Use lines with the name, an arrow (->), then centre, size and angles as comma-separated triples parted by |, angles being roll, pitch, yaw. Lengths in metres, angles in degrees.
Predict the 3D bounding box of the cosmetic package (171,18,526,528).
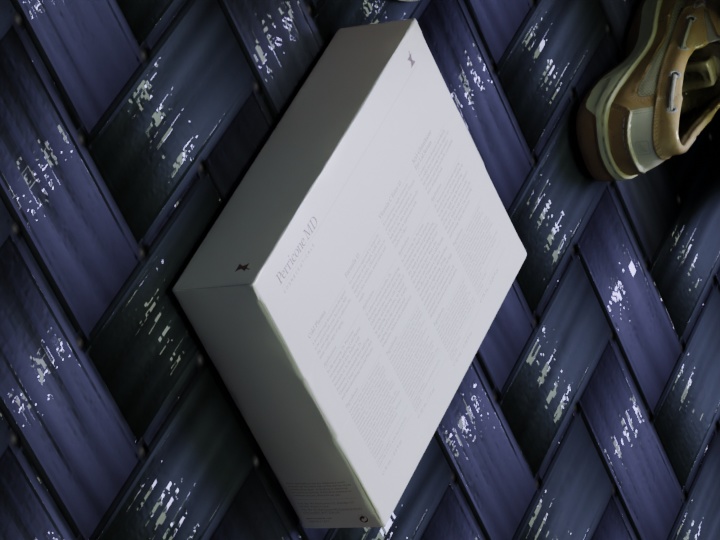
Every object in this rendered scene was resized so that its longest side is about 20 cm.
cosmetic package -> 0.000, 0.000, 1.394 | 0.200, 0.051, 0.151 | -59, 136, -42

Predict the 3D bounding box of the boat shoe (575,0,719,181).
boat shoe -> 0.195, -0.116, 1.690 | 0.072, 0.076, 0.200 | 63, 38, -28
